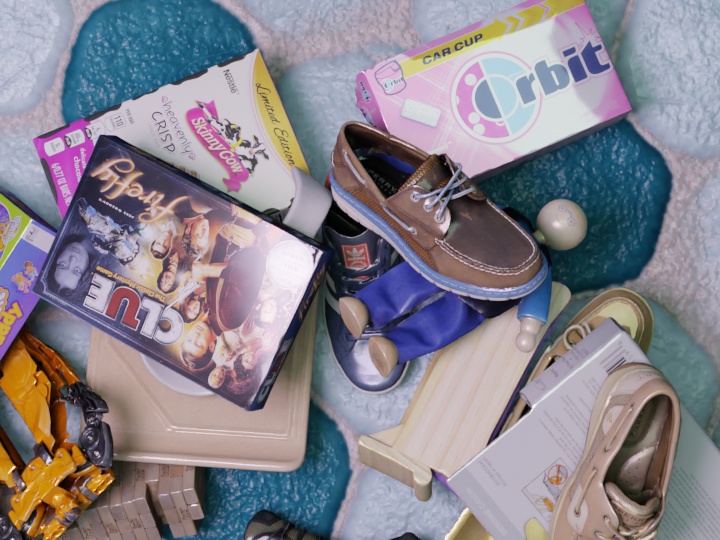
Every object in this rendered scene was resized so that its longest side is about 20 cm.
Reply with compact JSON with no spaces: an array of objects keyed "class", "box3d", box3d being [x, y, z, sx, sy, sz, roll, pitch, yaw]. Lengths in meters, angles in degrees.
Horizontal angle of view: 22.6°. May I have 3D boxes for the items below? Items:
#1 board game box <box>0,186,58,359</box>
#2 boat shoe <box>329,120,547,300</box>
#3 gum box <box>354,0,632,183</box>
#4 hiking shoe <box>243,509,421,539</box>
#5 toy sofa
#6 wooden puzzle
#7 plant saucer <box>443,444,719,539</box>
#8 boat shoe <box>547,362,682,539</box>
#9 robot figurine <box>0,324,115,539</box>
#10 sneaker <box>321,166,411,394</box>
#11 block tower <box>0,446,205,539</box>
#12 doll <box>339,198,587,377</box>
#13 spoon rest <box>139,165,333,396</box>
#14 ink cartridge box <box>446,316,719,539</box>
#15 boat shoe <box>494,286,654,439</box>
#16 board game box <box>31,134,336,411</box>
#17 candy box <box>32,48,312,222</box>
[{"class":"board game box","box3d":[-0.324,0.033,1.451,0.045,0.134,0.201,33,89,-37]},{"class":"boat shoe","box3d":[0.051,-0.047,1.339,0.199,0.073,0.072,29,59,28]},{"class":"gum box","box3d":[0.102,-0.137,1.449,0.199,0.066,0.114,-23,86,-2]},{"class":"hiking shoe","box3d":[-0.049,0.235,1.442,0.199,0.076,0.101,-21,88,4]},{"class":"toy sofa","box3d":[0.083,0.082,1.418,0.097,0.083,0.201,26,76,8]},{"class":"wooden puzzle","box3d":[-0.129,0.062,1.469,0.184,0.037,0.201,4,73,5]},{"class":"plant saucer","box3d":[0.197,0.201,1.438,0.200,0.048,0.200,35,90,7]},{"class":"boat shoe","box3d":[0.185,0.169,1.308,0.071,0.065,0.201,8,101,-12]},{"class":"robot figurine","box3d":[-0.264,0.130,1.427,0.145,0.058,0.200,-45,52,5]},{"class":"sneaker","box3d":[0.000,0.000,1.448,0.075,0.085,0.201,-8,86,4]},{"class":"block tower","box3d":[-0.224,0.194,1.459,0.199,0.058,0.054,-11,129,5]},{"class":"doll","box3d":[0.089,0.008,1.371,0.199,0.049,0.137,-31,66,-14]},{"class":"spoon rest","box3d":[-0.094,0.013,1.403,0.099,0.061,0.200,35,98,-19]},{"class":"ink cartridge box","box3d":[0.184,0.166,1.363,0.173,0.044,0.200,-39,107,2]},{"class":"boat shoe","box3d":[0.158,0.100,1.392,0.073,0.063,0.201,41,91,6]},{"class":"board game box","box3d":[-0.135,0.001,1.365,0.199,0.035,0.136,27,99,13]},{"class":"candy box","box3d":[-0.146,-0.076,1.458,0.199,0.061,0.137,-23,77,-4]}]
